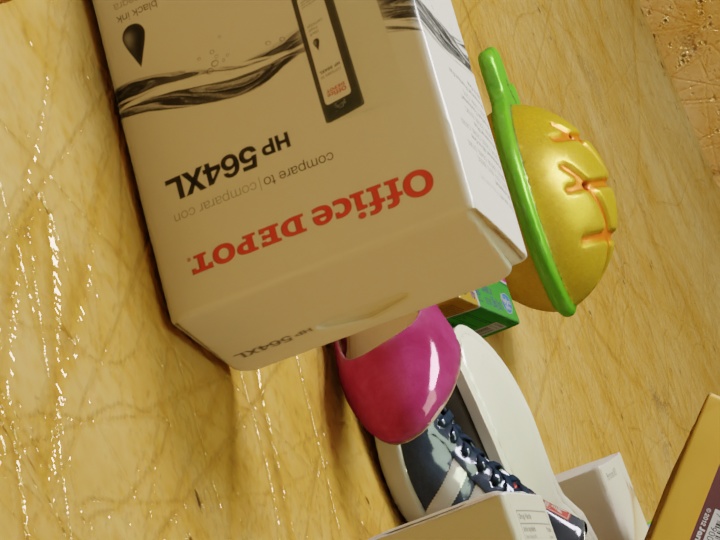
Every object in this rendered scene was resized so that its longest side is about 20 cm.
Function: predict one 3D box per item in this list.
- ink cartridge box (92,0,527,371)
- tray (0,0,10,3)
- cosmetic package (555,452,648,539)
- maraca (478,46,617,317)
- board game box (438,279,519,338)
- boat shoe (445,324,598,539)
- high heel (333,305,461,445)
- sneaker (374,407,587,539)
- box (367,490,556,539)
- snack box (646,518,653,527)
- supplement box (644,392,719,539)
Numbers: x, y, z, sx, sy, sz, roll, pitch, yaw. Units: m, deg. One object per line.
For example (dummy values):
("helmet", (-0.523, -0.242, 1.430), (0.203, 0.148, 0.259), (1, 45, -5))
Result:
("ink cartridge box", (-0.027, -0.077, 1.207), (0.084, 0.145, 0.201), (43, 29, -64))
("tray", (-0.174, -0.161, 0.991), (0.200, 0.037, 0.099), (11, 60, -74))
("cosmetic package", (0.154, 0.218, 1.646), (0.104, 0.073, 0.201), (-11, 81, -78))
("maraca", (0.113, -0.060, 1.835), (0.137, 0.106, 0.201), (64, 11, -54))
("board game box", (0.030, -0.061, 1.646), (0.153, 0.040, 0.201), (21, 50, -73))
("boat shoe", (0.076, 0.122, 1.509), (0.202, 0.060, 0.072), (62, 26, -24))
("high heel", (0.000, 0.000, 1.382), (0.096, 0.067, 0.200), (53, 22, -33))
("sneaker", (0.070, 0.124, 1.424), (0.075, 0.084, 0.201), (-41, 109, -76))
("box", (0.077, 0.213, 1.327), (0.095, 0.077, 0.201), (22, 48, -72))
("snack box", (0.232, 0.249, 1.739), (0.169, 0.067, 0.200), (68, -16, -3))
("supplement box", (0.240, 0.210, 1.494), (0.133, 0.199, 0.198), (98, 16, -66))
